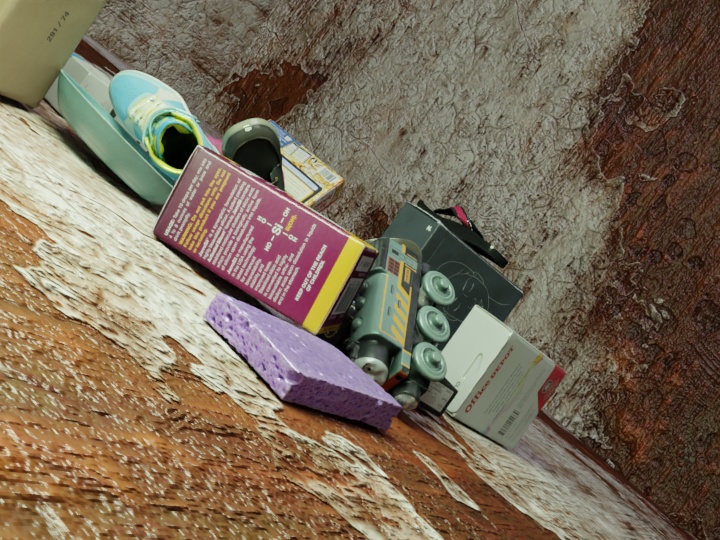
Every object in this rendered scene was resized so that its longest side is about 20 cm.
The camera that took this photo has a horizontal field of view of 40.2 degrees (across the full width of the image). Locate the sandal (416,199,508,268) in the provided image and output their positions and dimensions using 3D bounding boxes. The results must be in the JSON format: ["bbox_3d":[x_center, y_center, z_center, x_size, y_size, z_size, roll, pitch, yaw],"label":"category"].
[{"bbox_3d":[0.162,-0.065,1.506,0.199,0.045,0.075,36,0,44],"label":"sandal"}]

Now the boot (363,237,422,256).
[{"bbox_3d":[0.000,0.000,1.369,0.200,0.183,0.066,3,73,-84],"label":"boot"}]

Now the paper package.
[{"bbox_3d":[-0.353,-0.286,1.012,0.103,0.201,0.191,36,4,2],"label":"paper package"}]

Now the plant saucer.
[{"bbox_3d":[-0.275,-0.139,1.108,0.200,0.036,0.200,46,-2,2],"label":"plant saucer"}]

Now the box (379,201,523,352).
[{"bbox_3d":[0.100,0.044,1.471,0.196,0.201,0.124,36,2,-31],"label":"box"}]

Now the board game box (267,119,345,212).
[{"bbox_3d":[-0.137,-0.119,1.393,0.151,0.047,0.200,39,45,11],"label":"board game box"}]

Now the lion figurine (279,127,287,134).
[{"bbox_3d":[-0.159,-0.151,1.504,0.071,0.125,0.200,3,13,18],"label":"lion figurine"}]

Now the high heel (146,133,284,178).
[{"bbox_3d":[-0.196,-0.130,1.306,0.197,0.068,0.097,-13,65,-38],"label":"high heel"}]

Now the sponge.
[{"bbox_3d":[-0.046,0.083,0.855,0.111,0.030,0.199,40,4,30],"label":"sponge"}]

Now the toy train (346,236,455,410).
[{"bbox_3d":[0.039,0.057,1.095,0.113,0.085,0.202,31,44,-20],"label":"toy train"}]

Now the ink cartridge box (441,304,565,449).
[{"bbox_3d":[0.196,0.158,1.435,0.083,0.147,0.199,38,2,41],"label":"ink cartridge box"}]

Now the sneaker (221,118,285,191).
[{"bbox_3d":[-0.115,-0.095,1.214,0.201,0.073,0.108,85,-16,-62],"label":"sneaker"}]

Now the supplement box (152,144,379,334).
[{"bbox_3d":[-0.092,-0.029,1.012,0.198,0.104,0.131,30,3,6],"label":"supplement box"}]

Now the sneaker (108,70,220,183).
[{"bbox_3d":[-0.232,-0.174,1.132,0.200,0.080,0.131,45,-3,11],"label":"sneaker"}]

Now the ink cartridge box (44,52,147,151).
[{"bbox_3d":[-0.340,-0.217,1.340,0.116,0.068,0.199,41,4,37],"label":"ink cartridge box"}]

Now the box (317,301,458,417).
[{"bbox_3d":[0.012,0.089,1.217,0.199,0.049,0.161,34,4,-33],"label":"box"}]
